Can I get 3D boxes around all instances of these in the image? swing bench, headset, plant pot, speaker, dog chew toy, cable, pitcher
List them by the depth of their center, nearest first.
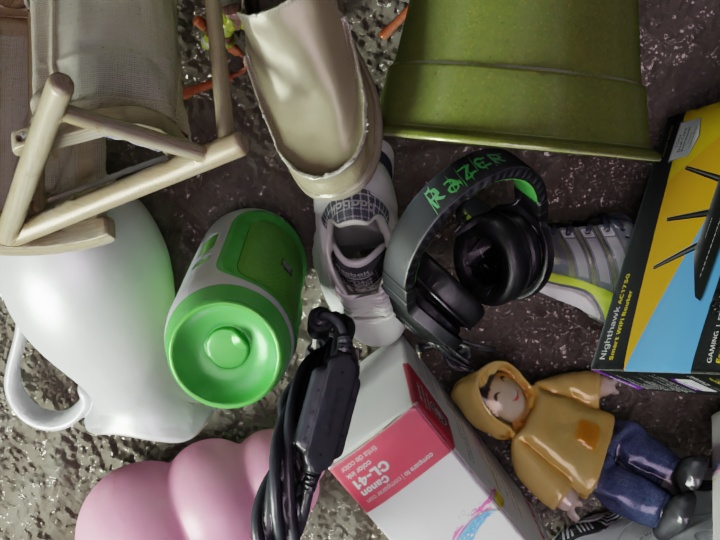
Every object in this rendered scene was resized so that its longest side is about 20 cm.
[{"bbox_3d":[-0.186,-0.133,0.682,0.129,0.201,0.199,14,150,-42],"label":"swing bench"},{"bbox_3d":[0.106,-0.175,0.713,0.198,0.200,0.192,4,96,-2],"label":"plant pot"},{"bbox_3d":[0.063,-0.001,0.738,0.123,0.094,0.201,-32,142,-21],"label":"headset"},{"bbox_3d":[-0.046,0.124,0.751,0.050,0.163,0.202,14,83,-8],"label":"cable"},{"bbox_3d":[-0.082,0.019,0.755,0.087,0.200,0.089,0,109,0],"label":"speaker"},{"bbox_3d":[-0.214,0.036,0.812,0.170,0.122,0.202,-10,121,12],"label":"pitcher"},{"bbox_3d":[-0.122,0.191,0.862,0.199,0.125,0.125,-27,107,0],"label":"dog chew toy"}]

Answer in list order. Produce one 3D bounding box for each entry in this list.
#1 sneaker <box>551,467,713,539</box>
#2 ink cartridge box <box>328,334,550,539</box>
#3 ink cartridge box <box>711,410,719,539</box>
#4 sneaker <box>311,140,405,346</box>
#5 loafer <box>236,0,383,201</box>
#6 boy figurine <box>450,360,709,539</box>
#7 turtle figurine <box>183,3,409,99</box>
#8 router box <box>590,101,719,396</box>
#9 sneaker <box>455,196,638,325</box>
[{"bbox_3d":[0.226,0.244,0.877,0.199,0.115,0.075,-34,106,11],"label":"sneaker"},{"bbox_3d":[0.062,0.167,0.832,0.085,0.148,0.201,-35,104,6],"label":"ink cartridge box"},{"bbox_3d":[0.329,0.170,0.826,0.116,0.201,0.067,42,127,-13],"label":"ink cartridge box"},{"bbox_3d":[0.000,0.000,0.782,0.076,0.081,0.201,-10,138,3],"label":"sneaker"},{"bbox_3d":[-0.040,-0.140,0.666,0.075,0.068,0.202,-18,78,19],"label":"loafer"},{"bbox_3d":[0.167,0.126,0.849,0.199,0.065,0.125,30,65,5],"label":"boy figurine"},{"bbox_3d":[-0.063,-0.209,0.749,0.198,0.064,0.162,-22,108,7],"label":"turtle figurine"},{"bbox_3d":[0.241,-0.017,0.729,0.051,0.149,0.202,24,78,-18],"label":"router box"},{"bbox_3d":[0.163,-0.015,0.821,0.198,0.074,0.082,25,96,-13],"label":"sneaker"}]
